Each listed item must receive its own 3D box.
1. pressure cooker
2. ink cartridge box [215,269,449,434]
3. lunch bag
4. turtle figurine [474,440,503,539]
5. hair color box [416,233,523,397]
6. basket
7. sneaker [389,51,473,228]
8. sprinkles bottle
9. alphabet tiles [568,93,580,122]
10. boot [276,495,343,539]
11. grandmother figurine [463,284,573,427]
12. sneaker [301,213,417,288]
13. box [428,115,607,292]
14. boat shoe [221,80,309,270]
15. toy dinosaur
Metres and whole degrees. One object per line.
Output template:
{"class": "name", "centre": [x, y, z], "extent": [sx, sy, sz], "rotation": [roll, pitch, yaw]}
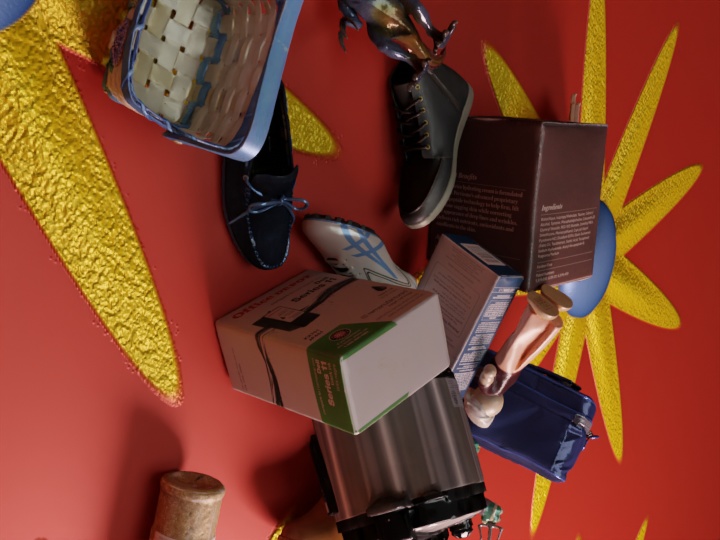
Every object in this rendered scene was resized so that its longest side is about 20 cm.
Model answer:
{"class": "pressure cooker", "centre": [0.045, 0.217, 0.907], "extent": [0.173, 0.178, 0.204], "rotation": [-6, 72, -31]}
{"class": "ink cartridge box", "centre": [-0.032, 0.073, 0.851], "extent": [0.145, 0.197, 0.085], "rotation": [-30, 116, -39]}
{"class": "lunch bag", "centre": [0.230, 0.196, 1.155], "extent": [0.136, 0.197, 0.134], "rotation": [69, 45, -75]}
{"class": "turtle figurine", "centre": [0.105, 0.305, 1.064], "extent": [0.102, 0.147, 0.201], "rotation": [57, 24, -23]}
{"class": "hair color box", "centre": [0.107, 0.068, 1.026], "extent": [0.060, 0.100, 0.203], "rotation": [2, 119, -48]}
{"class": "basket", "centre": [-0.121, -0.181, 0.687], "extent": [0.138, 0.197, 0.180], "rotation": [23, 82, -47]}
{"class": "sneaker", "centre": [0.064, -0.159, 0.998], "extent": [0.105, 0.074, 0.204], "rotation": [30, 69, -42]}
{"class": "sprinkles bottle", "centre": [-0.185, 0.308, 0.837], "extent": [0.067, 0.067, 0.205], "rotation": [11, 92, -47]}
{"class": "alphabet tiles", "centre": [0.303, -0.143, 1.219], "extent": [0.201, 0.014, 0.199], "rotation": [72, 25, -59]}
{"class": "boot", "centre": [-0.020, 0.251, 1.006], "extent": [0.198, 0.072, 0.159], "rotation": [8, 92, -56]}
{"class": "grandmother figurine", "centre": [0.183, 0.115, 1.031], "extent": [0.120, 0.061, 0.202], "rotation": [-10, 136, -43]}
{"class": "sneaker", "centre": [0.000, 0.000, 0.959], "extent": [0.200, 0.071, 0.074], "rotation": [41, 64, -43]}
{"class": "box", "centre": [0.201, -0.093, 1.085], "extent": [0.162, 0.164, 0.205], "rotation": [-8, 106, -44]}
{"class": "boat shoe", "centre": [-0.098, -0.094, 0.831], "extent": [0.083, 0.068, 0.204], "rotation": [-28, 119, -39]}
{"class": "toy dinosaur", "centre": [0.002, -0.270, 0.884], "extent": [0.106, 0.180, 0.200], "rotation": [-54, 177, -1]}
